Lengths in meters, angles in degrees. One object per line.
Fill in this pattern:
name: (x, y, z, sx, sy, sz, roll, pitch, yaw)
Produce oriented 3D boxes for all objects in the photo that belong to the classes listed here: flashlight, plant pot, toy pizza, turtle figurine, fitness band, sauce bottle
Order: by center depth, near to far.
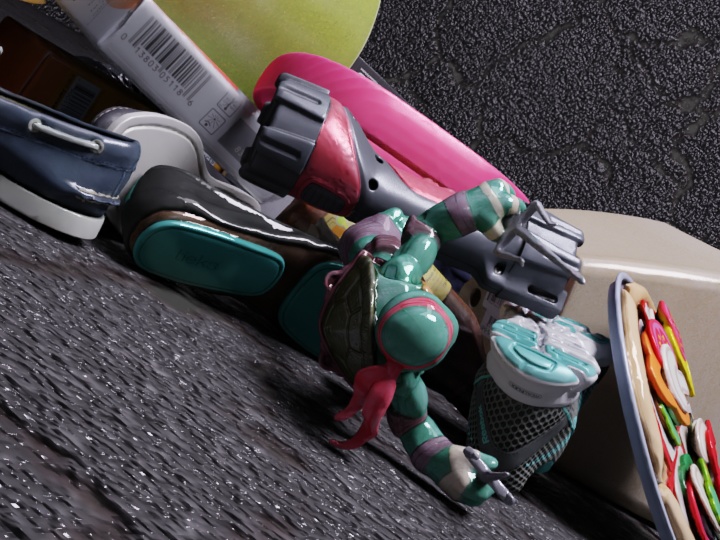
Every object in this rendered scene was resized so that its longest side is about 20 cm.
turtle figurine: (0.028, 0.024, 0.605, 0.100, 0.150, 0.200, 14, 2, -12)
flashlight: (0.032, -0.044, 0.733, 0.200, 0.068, 0.068, 22, 14, -12)
toy pizza: (0.195, 0.096, 0.783, 0.200, 0.032, 0.201, -16, 90, -71)
sauce bottle: (0.030, 0.025, 0.795, 0.200, 0.066, 0.066, 47, 3, -6)
fitness band: (0.022, -0.075, 0.826, 0.200, 0.037, 0.144, 32, -9, -16)
plant pot: (-0.114, -0.227, 0.902, 0.187, 0.187, 0.200, 35, 4, 37)
plant pot: (0.174, 0.057, 0.961, 0.177, 0.200, 0.200, 16, 11, -26)

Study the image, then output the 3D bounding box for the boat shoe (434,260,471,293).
boat shoe: (0.000, 0.000, 0.875, 0.075, 0.093, 0.200, 35, 5, 35)

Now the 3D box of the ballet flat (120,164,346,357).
ballet flat: (-0.044, -0.006, 0.719, 0.200, 0.068, 0.068, 30, 30, -33)

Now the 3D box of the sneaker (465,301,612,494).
sneaker: (0.097, 0.073, 0.740, 0.077, 0.091, 0.200, 24, 10, 16)

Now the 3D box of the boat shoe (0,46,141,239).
boat shoe: (-0.204, -0.089, 0.627, 0.200, 0.062, 0.075, 32, 6, -3)

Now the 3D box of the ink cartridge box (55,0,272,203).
ink cartridge box: (-0.133, -0.143, 0.863, 0.162, 0.050, 0.200, 44, 4, -37)

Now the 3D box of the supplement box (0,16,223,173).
supplement box: (-0.186, -0.105, 0.924, 0.067, 0.069, 0.200, 38, 4, 36)

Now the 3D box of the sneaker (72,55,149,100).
sneaker: (-0.177, -0.132, 1.031, 0.199, 0.076, 0.114, 6, 10, 9)

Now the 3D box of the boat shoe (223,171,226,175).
boat shoe: (-0.141, -0.097, 1.126, 0.074, 0.069, 0.200, 78, -13, -51)

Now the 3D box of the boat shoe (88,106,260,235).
boat shoe: (-0.122, -0.055, 0.765, 0.060, 0.074, 0.200, 34, 1, 20)

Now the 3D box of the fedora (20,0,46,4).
fedora: (-0.303, -0.185, 0.816, 0.200, 0.082, 0.201, 23, 9, -4)

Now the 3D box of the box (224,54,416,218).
box: (-0.006, -0.065, 1.020, 0.048, 0.159, 0.200, 33, -3, 44)
